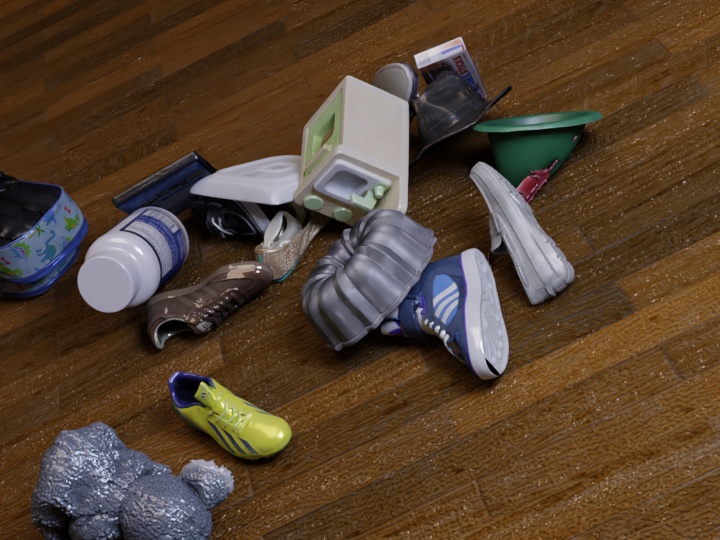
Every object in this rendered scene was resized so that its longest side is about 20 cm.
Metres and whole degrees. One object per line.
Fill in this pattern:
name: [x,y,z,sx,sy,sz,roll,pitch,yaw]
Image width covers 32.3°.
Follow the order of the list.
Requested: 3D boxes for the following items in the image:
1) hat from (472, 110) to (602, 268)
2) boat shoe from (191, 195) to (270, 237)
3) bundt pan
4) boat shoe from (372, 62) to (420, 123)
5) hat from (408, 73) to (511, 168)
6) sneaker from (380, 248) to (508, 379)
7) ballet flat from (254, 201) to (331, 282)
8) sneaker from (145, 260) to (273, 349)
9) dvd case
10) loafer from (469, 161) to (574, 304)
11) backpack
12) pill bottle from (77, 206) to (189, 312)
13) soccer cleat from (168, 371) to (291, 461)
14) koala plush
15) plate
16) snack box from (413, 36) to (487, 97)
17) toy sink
hat: [0.233,-0.115,1.673,0.199,0.177,0.166,-9,11,-12]
boat shoe: [-0.196,-0.080,1.858,0.068,0.072,0.200,-40,35,-14]
bundt pan: [0.000,0.000,1.570,0.202,0.076,0.202,-43,16,16]
boat shoe: [0.057,-0.254,1.831,0.062,0.200,0.073,-23,76,-20]
hat: [0.118,-0.226,1.747,0.200,0.081,0.201,-36,4,3]
sneaker: [0.094,0.072,1.504,0.146,0.081,0.201,-25,41,22]
ballet flat: [-0.089,-0.072,1.786,0.070,0.065,0.200,0,45,35]
sneaker: [-0.207,0.054,1.730,0.199,0.070,0.076,-21,54,18]
dvd case: [-0.286,-0.121,1.892,0.142,0.200,0.018,-31,81,2]
loafer: [0.186,-0.049,1.539,0.070,0.070,0.201,-39,61,16]
backpack: [-0.532,-0.051,1.975,0.199,0.147,0.183,4,47,41]
pill bottle: [-0.327,-0.012,1.776,0.110,0.112,0.200,-15,15,17]
soccer cleat: [-0.167,0.176,1.530,0.199,0.084,0.065,16,55,43]
koala plush: [-0.255,0.274,1.419,0.199,0.184,0.178,16,54,28]
plate: [-0.119,-0.138,1.828,0.199,0.033,0.199,11,22,43]
snack box: [0.133,-0.280,1.800,0.072,0.200,0.024,-21,75,10]
toy sink: [-0.014,-0.143,1.714,0.130,0.112,0.201,-43,35,46]
